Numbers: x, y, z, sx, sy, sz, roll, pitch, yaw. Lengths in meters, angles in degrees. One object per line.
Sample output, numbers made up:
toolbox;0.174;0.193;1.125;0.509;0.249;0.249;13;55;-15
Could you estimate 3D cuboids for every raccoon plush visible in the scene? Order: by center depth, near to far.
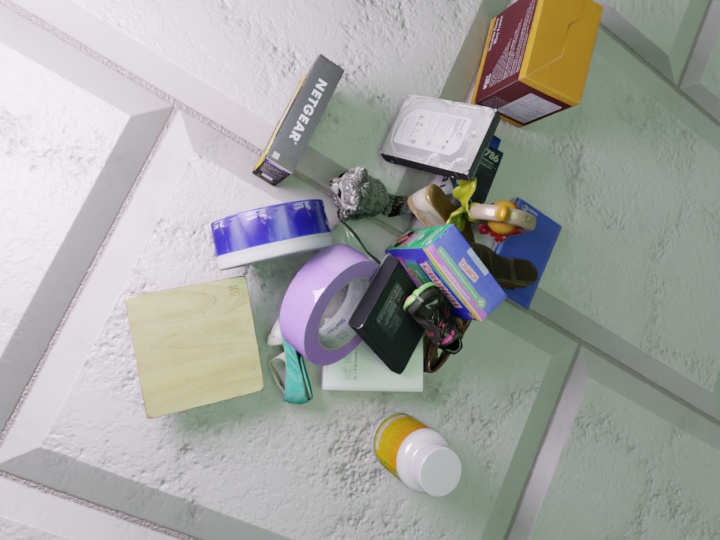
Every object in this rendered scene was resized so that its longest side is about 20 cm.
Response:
raccoon plush;0.034;-0.150;1.060;0.196;0.134;0.099;-8;92;-19

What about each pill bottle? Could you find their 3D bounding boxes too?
pill bottle;0.103;0.340;1.051;0.109;0.200;0.113;0;90;-19

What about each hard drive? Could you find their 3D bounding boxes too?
hard drive;0.062;0.085;1.021;0.141;0.033;0.200;-59;143;-17
hard drive;0.148;-0.255;1.081;0.141;0.198;0.038;-63;148;-8
hard drive;0.025;0.163;1.096;0.196;0.027;0.135;4;79;-14
hard drive;0.347;-0.036;1.231;0.131;0.025;0.203;28;81;-17

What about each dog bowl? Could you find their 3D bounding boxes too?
dog bowl;-0.149;-0.059;0.961;0.197;0.200;0.080;-14;92;-19

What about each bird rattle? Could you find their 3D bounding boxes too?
bird rattle;0.258;-0.094;1.086;0.198;0.162;0.115;22;87;-35

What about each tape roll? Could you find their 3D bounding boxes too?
tape roll;-0.044;0.060;0.980;0.199;0.065;0.203;-33;140;-33

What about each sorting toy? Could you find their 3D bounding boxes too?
sorting toy;-0.283;0.125;0.982;0.196;0.069;0.203;-11;94;-20

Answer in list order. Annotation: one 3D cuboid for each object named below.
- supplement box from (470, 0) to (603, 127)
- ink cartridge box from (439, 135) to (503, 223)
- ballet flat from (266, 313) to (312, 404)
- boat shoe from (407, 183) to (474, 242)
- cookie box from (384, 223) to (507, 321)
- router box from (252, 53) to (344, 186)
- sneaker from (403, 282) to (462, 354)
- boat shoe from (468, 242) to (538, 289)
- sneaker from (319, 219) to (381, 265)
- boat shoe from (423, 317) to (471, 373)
supplement box;0.344;-0.423;1.137;0.131;0.200;0.201;17;85;-18
ink cartridge box;0.231;-0.210;1.184;0.098;0.039;0.203;24;82;-17
ballet flat;-0.136;0.147;1.039;0.069;0.067;0.204;-9;91;-5
boat shoe;0.163;-0.095;1.141;0.200;0.068;0.075;46;50;-36
cookie box;0.153;0.003;1.069;0.075;0.200;0.172;-42;103;-14
router box;-0.113;-0.256;0.997;0.052;0.157;0.203;28;80;-17
sneaker;0.141;0.089;1.019;0.077;0.084;0.200;-43;140;2
boat shoe;0.259;0.002;1.146;0.197;0.068;0.073;18;62;-19
sneaker;0.000;0.000;1.092;0.080;0.071;0.201;-41;104;5
boat shoe;0.184;0.123;1.148;0.072;0.072;0.201;44;77;-14
